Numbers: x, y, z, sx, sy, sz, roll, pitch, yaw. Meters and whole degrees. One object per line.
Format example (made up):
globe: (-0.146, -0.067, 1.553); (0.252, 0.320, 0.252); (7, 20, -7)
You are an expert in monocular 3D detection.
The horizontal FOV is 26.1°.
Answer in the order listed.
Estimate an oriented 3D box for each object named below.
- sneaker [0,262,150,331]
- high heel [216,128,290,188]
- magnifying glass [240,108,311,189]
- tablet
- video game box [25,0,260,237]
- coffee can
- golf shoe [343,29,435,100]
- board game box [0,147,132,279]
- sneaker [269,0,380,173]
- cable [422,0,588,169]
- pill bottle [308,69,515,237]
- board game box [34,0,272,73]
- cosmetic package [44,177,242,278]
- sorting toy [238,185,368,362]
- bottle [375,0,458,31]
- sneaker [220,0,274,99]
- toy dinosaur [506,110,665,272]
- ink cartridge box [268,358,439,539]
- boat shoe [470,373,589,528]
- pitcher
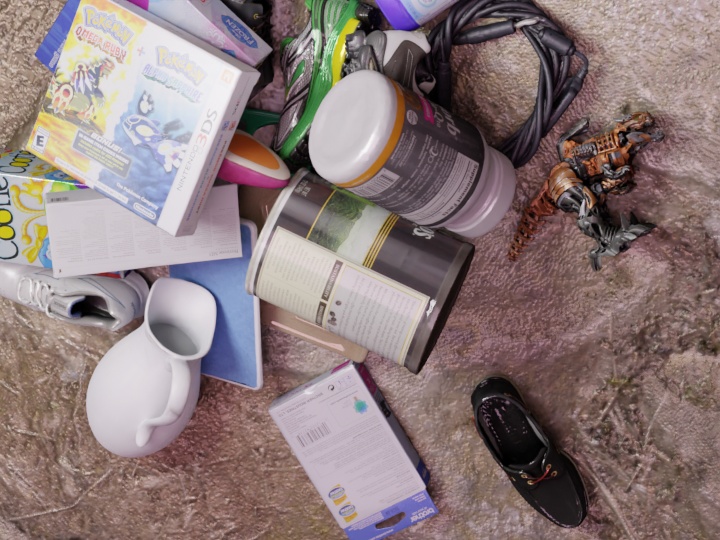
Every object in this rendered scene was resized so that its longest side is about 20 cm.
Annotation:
sneaker: (-0.340, 0.019, 1.758); (0.199, 0.087, 0.075); (10, 111, 9)
high heel: (-0.168, -0.102, 1.604); (0.199, 0.067, 0.096); (21, 120, 10)
magnifying glass: (-0.139, -0.160, 1.684); (0.199, 0.022, 0.080); (35, 76, 4)
tablet: (-0.163, 0.029, 1.739); (0.129, 0.014, 0.201); (13, 115, 32)
video game box: (-0.221, -0.159, 1.557); (0.199, 0.047, 0.183); (29, 104, 18)
coffee can: (0.000, 0.000, 1.614); (0.199, 0.146, 0.147); (25, 111, 7)
golf shoe: (0.034, -0.166, 1.609); (0.094, 0.078, 0.201); (-12, 144, -9)
board game box: (-0.340, -0.066, 1.721); (0.198, 0.103, 0.106); (7, 109, 8)
sneaker: (-0.052, -0.196, 1.641); (0.085, 0.078, 0.201); (25, 95, 20)
cable: (0.129, -0.188, 1.621); (0.163, 0.051, 0.200); (37, 111, -2)
pill bottle: (0.055, -0.110, 1.540); (0.199, 0.117, 0.117); (24, 116, -38)
board game box: (-0.220, -0.228, 1.624); (0.199, 0.041, 0.200); (42, 130, -1)
cosmetic package: (-0.227, -0.048, 1.634); (0.198, 0.051, 0.083); (-6, 109, -11)
sorting toy: (-0.055, -0.015, 1.724); (0.199, 0.036, 0.186); (23, 110, 8)
bottle: (0.102, -0.324, 1.573); (0.199, 0.065, 0.084); (-31, 99, 18)
sneaker: (-0.108, -0.261, 1.631); (0.106, 0.075, 0.200); (44, 120, -2)
toy dinosaur: (0.240, -0.078, 1.630); (0.136, 0.102, 0.200); (52, 128, 8)
ink cartridge box: (-0.004, 0.211, 1.781); (0.119, 0.042, 0.201); (-28, 98, 18)
boat shoe: (0.188, 0.211, 1.735); (0.073, 0.063, 0.202); (-30, 101, 15)
pitcher: (-0.230, 0.134, 1.718); (0.121, 0.172, 0.200); (18, 129, -19)
